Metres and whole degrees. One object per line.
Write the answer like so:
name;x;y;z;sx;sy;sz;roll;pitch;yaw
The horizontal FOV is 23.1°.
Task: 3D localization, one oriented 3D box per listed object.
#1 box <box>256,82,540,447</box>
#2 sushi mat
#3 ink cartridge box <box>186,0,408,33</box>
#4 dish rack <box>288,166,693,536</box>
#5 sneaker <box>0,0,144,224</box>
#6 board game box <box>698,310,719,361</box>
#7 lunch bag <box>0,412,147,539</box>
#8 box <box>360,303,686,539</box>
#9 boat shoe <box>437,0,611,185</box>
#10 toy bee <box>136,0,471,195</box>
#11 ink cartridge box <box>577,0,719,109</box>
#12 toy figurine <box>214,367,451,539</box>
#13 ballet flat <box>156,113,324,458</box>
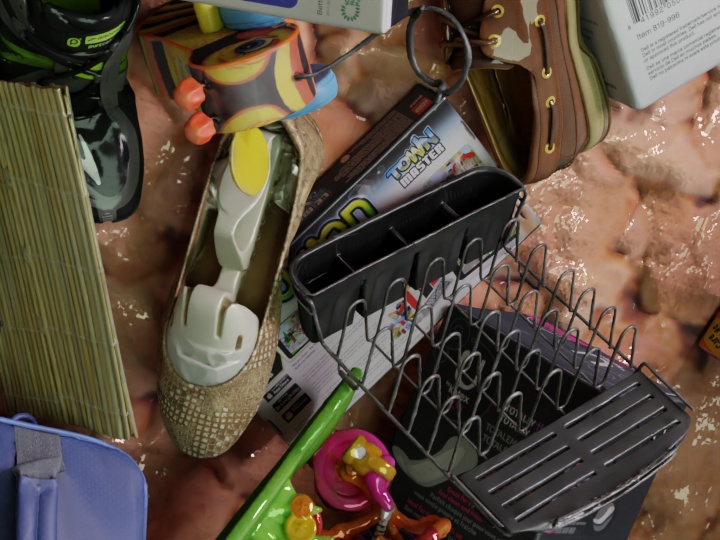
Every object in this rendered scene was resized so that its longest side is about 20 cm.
box;0.000;0.000;1.019;0.200;0.035;0.110;-43;121;-5
sushi mat;-0.168;-0.006;0.911;0.012;0.095;0.201;-35;126;-46
ink cartridge box;-0.072;-0.171;0.783;0.199;0.039;0.100;12;115;16
dish rack;0.073;0.043;0.933;0.153;0.200;0.055;-28;145;-26
sneaker;-0.148;-0.113;0.879;0.071;0.083;0.200;-15;115;-19
board game box;0.385;0.040;1.118;0.199;0.200;0.200;30;94;-30
lunch bag;-0.184;0.167;0.900;0.135;0.201;0.132;16;146;-30
box;0.086;0.137;1.046;0.106;0.122;0.201;9;107;-50
boat shoe;0.079;-0.136;0.974;0.068;0.072;0.201;-43;124;-28
toy bee;-0.060;-0.104;0.848;0.109;0.200;0.131;-30;96;-32
ink cartridge box;0.165;-0.216;0.986;0.146;0.083;0.200;-29;119;-12
toy figurine;0.007;0.186;0.960;0.184;0.150;0.200;38;75;0
ballet flat;-0.072;0.000;0.940;0.070;0.065;0.201;10;82;13
